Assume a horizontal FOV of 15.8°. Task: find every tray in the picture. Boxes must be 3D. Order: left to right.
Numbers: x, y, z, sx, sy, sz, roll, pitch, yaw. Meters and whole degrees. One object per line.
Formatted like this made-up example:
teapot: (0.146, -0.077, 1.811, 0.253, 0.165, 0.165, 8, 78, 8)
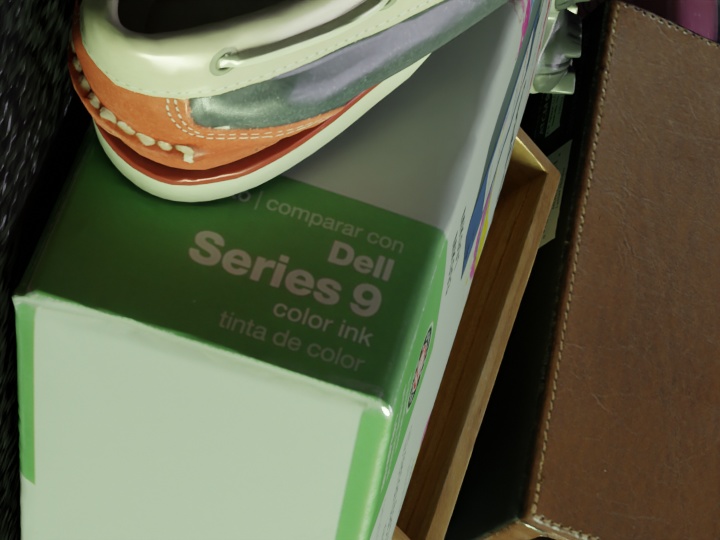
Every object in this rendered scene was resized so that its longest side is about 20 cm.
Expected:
tray: (0.000, 0.000, 0.789, 0.037, 0.099, 0.200, -31, -158, 33)

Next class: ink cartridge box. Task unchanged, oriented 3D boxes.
ink cartridge box: (-0.011, -0.025, 0.623, 0.146, 0.087, 0.201, 100, 7, -57)

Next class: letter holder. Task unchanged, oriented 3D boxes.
letter holder: (0.111, 0.031, 0.933, 0.101, 0.141, 0.201, -37, -144, 59)

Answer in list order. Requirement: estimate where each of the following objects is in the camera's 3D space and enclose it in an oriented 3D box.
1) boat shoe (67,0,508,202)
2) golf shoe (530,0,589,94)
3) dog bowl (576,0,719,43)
boat shoe: (0.021, -0.094, 0.525, 0.200, 0.071, 0.063, -41, 163, -15)
golf shoe: (0.030, -0.128, 0.817, 0.200, 0.087, 0.078, -85, -176, -61)
dog bowl: (0.089, -0.088, 1.090, 0.074, 0.200, 0.201, 10, 99, -46)
